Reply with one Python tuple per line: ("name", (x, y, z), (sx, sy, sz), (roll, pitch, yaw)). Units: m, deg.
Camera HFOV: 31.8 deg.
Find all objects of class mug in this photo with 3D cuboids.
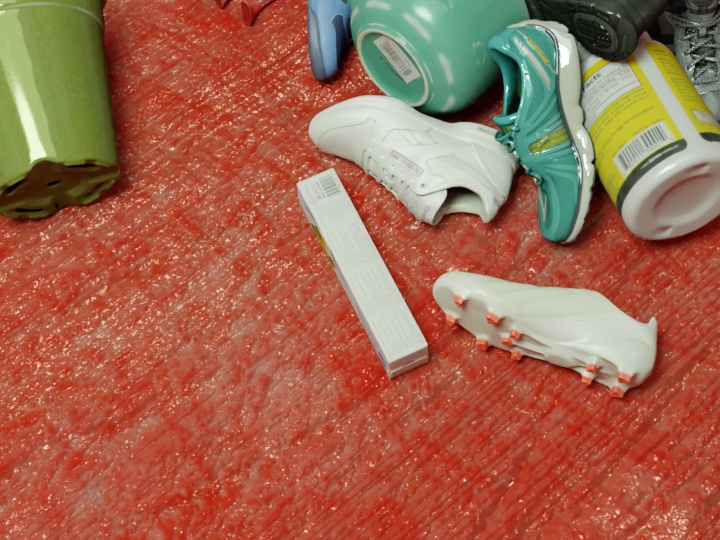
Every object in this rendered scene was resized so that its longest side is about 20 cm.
("mug", (0.053, -0.228, 1.185), (0.184, 0.152, 0.114), (29, 63, 32))

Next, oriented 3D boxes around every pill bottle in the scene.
("pill bottle", (0.253, -0.137, 1.146), (0.114, 0.115, 0.201), (-16, 56, -7))

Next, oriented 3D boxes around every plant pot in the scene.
("plant pot", (-0.303, -0.156, 1.156), (0.199, 0.200, 0.191), (-17, 77, -7))

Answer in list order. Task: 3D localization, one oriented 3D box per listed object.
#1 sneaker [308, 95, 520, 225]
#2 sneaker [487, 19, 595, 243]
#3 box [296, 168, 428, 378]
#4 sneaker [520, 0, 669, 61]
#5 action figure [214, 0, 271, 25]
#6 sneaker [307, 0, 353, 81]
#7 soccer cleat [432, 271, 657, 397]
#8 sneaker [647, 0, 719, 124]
("sneaker", (0.044, -0.100, 1.160), (0.199, 0.075, 0.100), (13, 63, 9))
("sneaker", (0.155, -0.121, 1.133), (0.079, 0.077, 0.201), (-13, 95, -21))
("box", (0.000, 0.000, 1.131), (0.041, 0.039, 0.201), (-24, 65, -9))
("sneaker", (0.196, -0.257, 1.147), (0.091, 0.076, 0.200), (-42, 50, -14))
("action figure", (-0.070, -0.340, 1.306), (0.065, 0.052, 0.200), (31, 65, 20))
("sneaker", (-0.006, -0.275, 1.255), (0.082, 0.074, 0.201), (11, 65, 5))
("soccer cleat", (0.160, 0.041, 1.094), (0.199, 0.069, 0.078), (23, 60, 5))
("sneaker", (0.317, -0.219, 1.191), (0.075, 0.114, 0.201), (-7, 63, -2))
